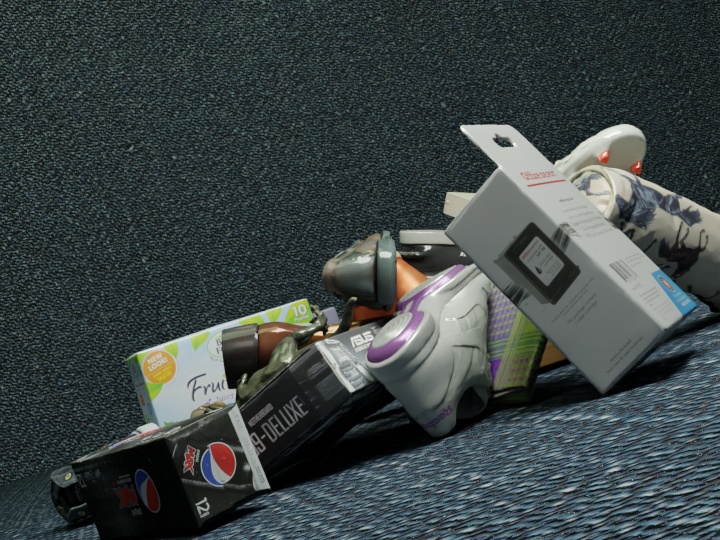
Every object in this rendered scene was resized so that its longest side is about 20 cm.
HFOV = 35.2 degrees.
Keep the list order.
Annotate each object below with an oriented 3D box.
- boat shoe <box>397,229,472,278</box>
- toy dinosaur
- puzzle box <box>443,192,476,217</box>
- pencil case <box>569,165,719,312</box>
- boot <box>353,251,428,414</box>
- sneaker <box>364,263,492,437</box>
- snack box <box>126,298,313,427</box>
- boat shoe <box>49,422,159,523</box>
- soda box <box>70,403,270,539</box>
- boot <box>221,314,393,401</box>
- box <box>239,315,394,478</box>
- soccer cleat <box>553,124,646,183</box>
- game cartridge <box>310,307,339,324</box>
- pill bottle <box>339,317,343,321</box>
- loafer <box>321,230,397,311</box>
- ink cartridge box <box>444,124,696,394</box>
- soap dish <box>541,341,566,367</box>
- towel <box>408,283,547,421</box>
[{"bbox_3d":[0.138,-0.010,1.218,0.197,0.061,0.074,2,6,-8],"label":"boat shoe"},{"bbox_3d":[-0.059,0.077,0.970,0.200,0.048,0.088,-41,2,23],"label":"toy dinosaur"},{"bbox_3d":[0.200,-0.048,1.206,0.132,0.026,0.199,0,16,-38],"label":"puzzle box"},{"bbox_3d":[0.253,-0.026,0.971,0.198,0.079,0.089,19,-33,-26],"label":"pencil case"},{"bbox_3d":[0.023,0.068,1.160,0.075,0.107,0.201,-25,-26,-43],"label":"boot"},{"bbox_3d":[0.067,0.062,0.908,0.074,0.100,0.200,-31,8,31],"label":"sneaker"},{"bbox_3d":[-0.129,0.127,1.200,0.198,0.144,0.053,-18,-4,-26],"label":"snack box"},{"bbox_3d":[-0.243,0.206,1.103,0.090,0.072,0.200,-19,-9,-28],"label":"boat shoe"},{"bbox_3d":[-0.148,0.156,0.856,0.063,0.072,0.199,-22,-1,-35],"label":"soda box"},{"bbox_3d":[-0.026,0.111,1.102,0.197,0.190,0.069,-5,39,-2],"label":"boot"},{"bbox_3d":[-0.029,0.107,0.940,0.158,0.050,0.199,-42,-13,25],"label":"box"},{"bbox_3d":[0.184,-0.073,1.031,0.068,0.078,0.200,13,-41,-22],"label":"soccer cleat"},{"bbox_3d":[-0.097,0.127,1.268,0.198,0.131,0.038,-18,-2,-26],"label":"game cartridge"},{"bbox_3d":[-0.025,0.122,1.496,0.198,0.112,0.110,-20,-3,23],"label":"pill bottle"},{"bbox_3d":[0.000,0.000,0.996,0.062,0.073,0.200,-1,-2,0],"label":"loafer"},{"bbox_3d":[0.140,-0.015,0.824,0.067,0.200,0.115,-50,-16,23],"label":"ink cartridge box"},{"bbox_3d":[0.178,0.052,1.135,0.155,0.082,0.200,-19,-3,0],"label":"soap dish"},{"bbox_3d":[0.110,0.056,0.961,0.023,0.145,0.200,30,-24,-17],"label":"towel"}]
